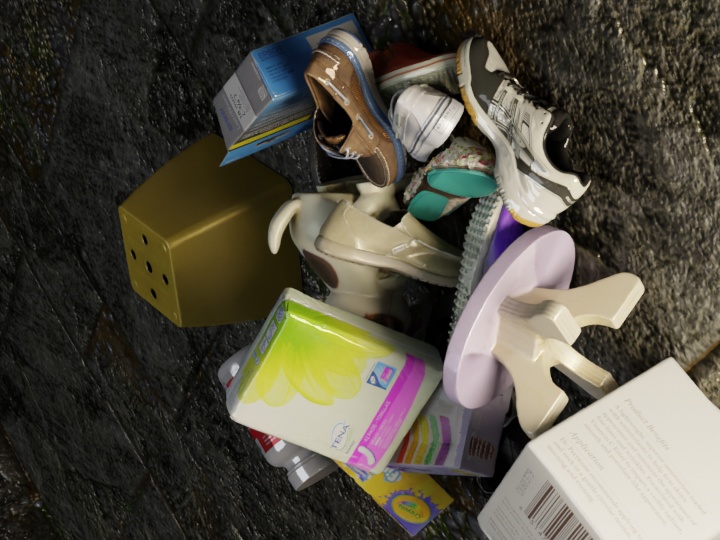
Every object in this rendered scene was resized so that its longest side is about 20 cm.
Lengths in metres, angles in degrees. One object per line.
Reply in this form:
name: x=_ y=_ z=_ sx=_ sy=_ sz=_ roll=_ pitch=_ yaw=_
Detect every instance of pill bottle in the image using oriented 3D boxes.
pill bottle: x=-0.104 y=0.198 z=2.135 sx=0.201 sy=0.112 sz=0.112 roll=58 pitch=151 yaw=14

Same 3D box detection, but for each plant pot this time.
plant pot: x=-0.210 y=-0.036 z=2.067 sx=0.200 sy=0.176 sz=0.201 roll=34 pitch=139 yaw=44

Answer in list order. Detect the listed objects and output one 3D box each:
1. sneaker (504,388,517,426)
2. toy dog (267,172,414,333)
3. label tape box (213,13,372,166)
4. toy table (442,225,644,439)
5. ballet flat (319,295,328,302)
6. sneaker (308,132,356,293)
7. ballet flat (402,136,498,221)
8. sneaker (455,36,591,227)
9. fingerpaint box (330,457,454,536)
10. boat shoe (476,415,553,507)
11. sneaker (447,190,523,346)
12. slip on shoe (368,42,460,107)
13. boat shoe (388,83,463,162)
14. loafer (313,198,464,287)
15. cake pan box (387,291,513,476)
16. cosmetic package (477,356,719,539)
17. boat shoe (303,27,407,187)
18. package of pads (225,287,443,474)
sneaker: x=0.122 y=0.167 z=1.770 sx=0.074 sy=0.079 sz=0.200 roll=57 pitch=149 yaw=16
toy dog: x=0.000 y=0.000 z=1.738 sx=0.139 sy=0.193 sz=0.201 roll=-2 pitch=102 yaw=50
label tape box: x=-0.089 y=-0.205 z=1.766 sx=0.064 sy=0.144 sz=0.200 roll=62 pitch=151 yaw=5
toy table: x=0.180 y=0.061 z=1.490 sx=0.117 sy=0.201 sz=0.184 roll=26 pitch=176 yaw=38
ballet flat: x=-0.005 y=0.081 z=1.916 sx=0.200 sy=0.064 sz=0.076 roll=12 pitch=126 yaw=55
sneaker: x=-0.034 y=-0.071 z=1.866 sx=0.104 sy=0.060 sz=0.201 roll=-9 pitch=105 yaw=59
ballet flat: x=0.096 y=-0.104 z=1.603 sx=0.075 sy=0.064 sz=0.200 roll=23 pitch=163 yaw=-17
sneaker: x=0.162 y=-0.146 z=1.490 sx=0.087 sy=0.075 sz=0.201 roll=-30 pitch=75 yaw=32
fingerpaint box: x=0.008 y=0.198 z=1.854 sx=0.200 sy=0.073 sz=0.167 roll=46 pitch=-175 yaw=-25
boat shoe: x=0.165 y=0.232 z=1.760 sx=0.070 sy=0.066 sz=0.200 roll=52 pitch=149 yaw=22
sneaker: x=0.156 y=0.008 z=1.599 sx=0.070 sy=0.099 sz=0.202 roll=-142 pitch=63 yaw=-77
slip on shoe: x=0.048 y=-0.212 z=1.619 sx=0.199 sy=0.074 sz=0.062 roll=-1 pitch=79 yaw=54
boat shoe: x=0.063 y=-0.161 z=1.562 sx=0.067 sy=0.074 sz=0.200 roll=35 pitch=175 yaw=-2
loafer: x=0.052 y=-0.029 z=1.655 sx=0.076 sy=0.199 sz=0.069 roll=-142 pitch=64 yaw=-74
cake pan box: x=0.100 y=0.126 z=1.704 sx=0.184 sy=0.052 sz=0.201 roll=-5 pitch=68 yaw=59
cosmetic package: x=0.252 y=0.221 z=1.468 sx=0.165 sy=0.199 sz=0.165 roll=53 pitch=148 yaw=21
boat shoe: x=-0.014 y=-0.156 z=1.613 sx=0.072 sy=0.072 sz=0.201 roll=22 pitch=148 yaw=43
package of pads: x=-0.030 y=0.124 z=1.676 sx=0.155 sy=0.199 sz=0.068 roll=-59 pitch=20 yaw=22
